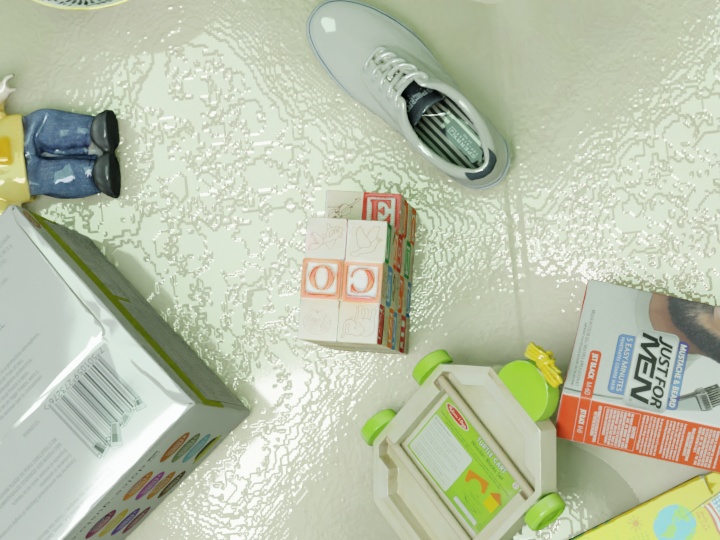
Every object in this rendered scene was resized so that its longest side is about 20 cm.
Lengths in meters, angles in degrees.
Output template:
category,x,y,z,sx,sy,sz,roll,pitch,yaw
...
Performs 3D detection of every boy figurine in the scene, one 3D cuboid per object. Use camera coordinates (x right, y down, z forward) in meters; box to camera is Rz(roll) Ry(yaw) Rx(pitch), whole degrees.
category,x,y,z,sx,sy,sz,roll,pitch,yaw
boy figurine,-0.290,-0.094,1.666,0.199,0.064,0.125,-1,88,3

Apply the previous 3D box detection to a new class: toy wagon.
category,x,y,z,sx,sy,sz,roll,pitch,yaw
toy wagon,0.090,0.132,1.567,0.155,0.040,0.200,52,119,23

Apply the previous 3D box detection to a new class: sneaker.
category,x,y,z,sx,sy,sz,roll,pitch,yaw
sneaker,0.038,-0.143,1.627,0.200,0.071,0.073,40,90,8

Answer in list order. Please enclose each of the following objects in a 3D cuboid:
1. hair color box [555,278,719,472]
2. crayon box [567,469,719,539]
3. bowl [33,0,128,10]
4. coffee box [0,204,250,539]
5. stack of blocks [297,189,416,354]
category,x,y,z,sx,sy,sz,roll,pitch,yaw
hair color box,0.253,0.085,1.564,0.199,0.064,0.111,12,53,6
crayon box,0.225,0.239,1.583,0.199,0.051,0.127,-26,82,4
bowl,-0.206,-0.294,1.657,0.200,0.094,0.202,-1,84,7
coffee box,-0.234,0.101,1.574,0.200,0.198,0.200,-45,80,2
stack of blocks,0.000,0.000,1.554,0.058,0.200,0.116,3,86,7
